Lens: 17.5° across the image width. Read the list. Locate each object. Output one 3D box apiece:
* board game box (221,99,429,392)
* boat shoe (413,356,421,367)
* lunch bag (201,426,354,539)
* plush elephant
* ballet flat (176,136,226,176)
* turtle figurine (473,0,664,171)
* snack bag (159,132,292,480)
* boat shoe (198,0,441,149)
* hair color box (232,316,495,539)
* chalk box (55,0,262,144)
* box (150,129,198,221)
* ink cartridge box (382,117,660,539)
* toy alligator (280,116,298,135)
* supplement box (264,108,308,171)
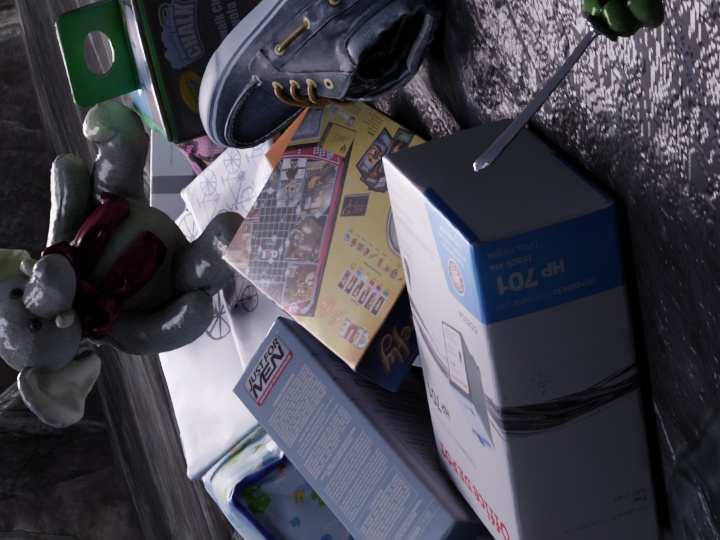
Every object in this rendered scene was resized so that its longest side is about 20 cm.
[{"bbox_3d":[-0.001,-0.026,1.409,0.035,0.136,0.200,28,-175,-33],"label":"board game box"},{"bbox_3d":[0.000,0.000,1.591,0.200,0.071,0.068,37,114,42],"label":"boat shoe"},{"bbox_3d":[0.001,0.180,1.632,0.200,0.127,0.170,46,174,-7],"label":"lunch bag"},{"bbox_3d":[-0.193,0.009,1.598,0.165,0.155,0.200,47,137,13],"label":"plush elephant"},{"bbox_3d":[-0.079,-0.064,1.721,0.071,0.069,0.200,45,173,31],"label":"ballet flat"},{"bbox_3d":[0.063,-0.152,0.924,0.144,0.199,0.194,54,154,13],"label":"turtle figurine"},{"bbox_3d":[-0.093,0.021,1.630,0.200,0.021,0.189,-41,58,41],"label":"snack bag"},{"bbox_3d":[-0.029,-0.123,1.424,0.200,0.071,0.091,-52,51,36],"label":"boat shoe"},{"bbox_3d":[0.019,0.114,1.397,0.061,0.099,0.200,-57,48,16],"label":"hair color box"},{"bbox_3d":[-0.102,-0.165,1.547,0.124,0.199,0.125,-138,34,-68],"label":"chalk box"},{"bbox_3d":[-0.118,-0.104,1.797,0.156,0.041,0.201,12,-103,-74],"label":"box"},{"bbox_3d":[0.087,0.039,1.250,0.146,0.085,0.201,-131,28,-63],"label":"ink cartridge box"},{"bbox_3d":[-0.049,-0.131,1.675,0.054,0.059,0.201,-83,-14,-72],"label":"toy alligator"},{"bbox_3d":[0.007,-0.033,1.501,0.069,0.067,0.200,35,-167,-38],"label":"supplement box"}]
